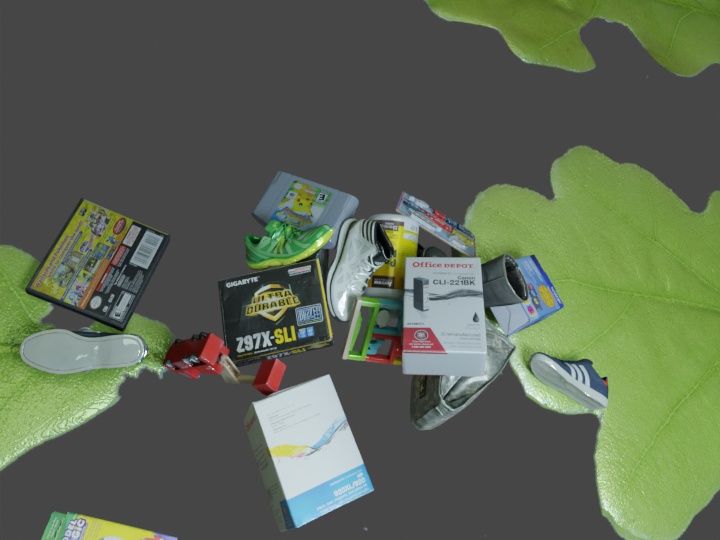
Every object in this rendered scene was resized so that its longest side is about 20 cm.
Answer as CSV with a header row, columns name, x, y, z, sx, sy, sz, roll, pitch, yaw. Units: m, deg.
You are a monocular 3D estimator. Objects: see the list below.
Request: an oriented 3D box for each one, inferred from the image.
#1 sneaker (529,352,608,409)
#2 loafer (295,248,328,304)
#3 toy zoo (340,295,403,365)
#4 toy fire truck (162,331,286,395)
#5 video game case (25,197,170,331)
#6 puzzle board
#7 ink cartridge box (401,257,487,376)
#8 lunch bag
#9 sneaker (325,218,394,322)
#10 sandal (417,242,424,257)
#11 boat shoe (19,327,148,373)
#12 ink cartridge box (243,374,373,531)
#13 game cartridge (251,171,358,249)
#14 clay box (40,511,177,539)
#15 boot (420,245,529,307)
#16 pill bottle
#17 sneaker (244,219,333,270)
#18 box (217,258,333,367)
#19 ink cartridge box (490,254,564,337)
name,x,y,z,sx,sy,sz,roll,pitch,yaw
sneaker,0.447,0.214,1.269,0.198,0.075,0.086,34,61,-13
loafer,-0.096,-0.019,1.210,0.070,0.063,0.204,-11,62,11
toy zoo,0.070,0.122,1.157,0.196,0.134,0.021,9,25,-16
toy fire truck,-0.235,0.163,1.014,0.141,0.198,0.049,40,54,-29
video game case,-0.474,-0.013,1.091,0.178,0.026,0.203,23,62,-8
puzzle board,0.169,-0.104,1.300,0.198,0.018,0.151,31,23,-3
ink cartridge box,0.146,0.078,1.059,0.141,0.085,0.203,0,52,6
lunch bag,0.174,0.203,1.127,0.117,0.165,0.200,42,60,6
sneaker,0.000,0.000,1.126,0.075,0.114,0.205,14,83,-40
sandal,0.110,-0.037,1.283,0.198,0.045,0.076,32,62,-3
boat shoe,-0.462,0.133,1.005,0.195,0.062,0.077,-4,83,-10
ink cartridge box,-0.094,0.306,1.001,0.142,0.148,0.203,-16,73,-24
game cartridge,-0.117,-0.120,1.207,0.197,0.041,0.135,20,68,18
clay box,-0.390,0.443,0.898,0.196,0.048,0.117,18,62,-11
boot,0.225,0.005,1.199,0.072,0.199,0.183,-37,94,-27
pill bottle,0.058,-0.005,1.200,0.107,0.109,0.205,7,83,-15
sneaker,-0.144,-0.057,1.130,0.074,0.196,0.085,-44,117,-63
box,-0.158,0.079,1.107,0.196,0.049,0.163,-11,71,-1
ink cartridge box,0.353,0.047,1.285,0.198,0.076,0.138,-11,69,-49
